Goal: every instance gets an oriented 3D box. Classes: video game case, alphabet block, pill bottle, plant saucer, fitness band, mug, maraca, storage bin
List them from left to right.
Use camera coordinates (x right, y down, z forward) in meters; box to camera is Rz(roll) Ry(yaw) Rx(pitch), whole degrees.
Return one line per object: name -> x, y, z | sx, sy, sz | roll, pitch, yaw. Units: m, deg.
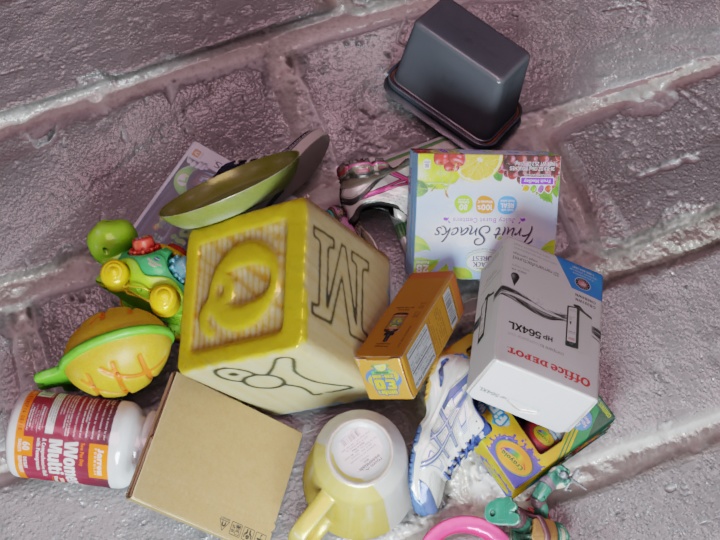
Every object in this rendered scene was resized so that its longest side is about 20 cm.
pill bottle -> -0.337, 0.216, 1.468 | 0.197, 0.110, 0.111 | 6, 67, 3
maraca -> -0.325, 0.112, 1.475 | 0.198, 0.136, 0.108 | -27, 67, 26
video game case -> -0.214, -0.063, 1.633 | 0.180, 0.023, 0.201 | 29, 70, 11
plant saucer -> -0.164, -0.100, 1.494 | 0.198, 0.200, 0.031 | -26, 107, -11
alphabet block -> -0.090, 0.052, 1.454 | 0.193, 0.199, 0.199 | -15, 62, 28
mug -> -0.003, 0.260, 1.428 | 0.147, 0.154, 0.189 | 8, 67, 2
storage bin -> 0.152, -0.290, 1.660 | 0.199, 0.135, 0.145 | 38, 57, 14
fitness band -> 0.148, 0.401, 1.432 | 0.142, 0.038, 0.201 | -29, 71, -12

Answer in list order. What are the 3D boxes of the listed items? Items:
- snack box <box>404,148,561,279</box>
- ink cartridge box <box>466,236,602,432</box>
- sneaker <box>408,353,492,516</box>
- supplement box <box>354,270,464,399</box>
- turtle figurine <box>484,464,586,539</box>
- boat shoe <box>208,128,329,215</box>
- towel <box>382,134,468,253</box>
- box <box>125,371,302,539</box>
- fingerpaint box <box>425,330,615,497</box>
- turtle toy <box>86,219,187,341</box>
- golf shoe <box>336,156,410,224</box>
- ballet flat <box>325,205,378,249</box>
snack box -> 0.163, -0.076, 1.561 | 0.196, 0.068, 0.172 | 1, 102, -8
ink cartridge box -> 0.220, 0.079, 1.442 | 0.144, 0.085, 0.202 | 21, 48, -11
sneaker -> 0.115, 0.205, 1.427 | 0.087, 0.075, 0.203 | 10, 78, 15
supplement box -> 0.065, 0.078, 1.450 | 0.066, 0.070, 0.200 | -3, 28, 29
turtle figurine -> 0.223, 0.322, 1.408 | 0.100, 0.199, 0.152 | -31, 66, 32
boat shoe -> -0.136, -0.140, 1.617 | 0.092, 0.075, 0.200 | 35, 69, 20
towel -> 0.114, -0.091, 1.649 | 0.151, 0.023, 0.202 | -20, 70, -8
box -> -0.177, 0.241, 1.446 | 0.199, 0.021, 0.166 | 30, 65, -26
fingerpaint box -> 0.204, 0.165, 1.511 | 0.166, 0.074, 0.201 | -31, 70, -12
turtle toy -> -0.282, 0.004, 1.535 | 0.198, 0.146, 0.102 | 27, 73, 11
golf shoe -> 0.067, -0.112, 1.609 | 0.197, 0.073, 0.094 | -8, 81, -7
ballet flat -> 0.000, 0.000, 1.591 | 0.070, 0.069, 0.203 | -3, 65, -23
